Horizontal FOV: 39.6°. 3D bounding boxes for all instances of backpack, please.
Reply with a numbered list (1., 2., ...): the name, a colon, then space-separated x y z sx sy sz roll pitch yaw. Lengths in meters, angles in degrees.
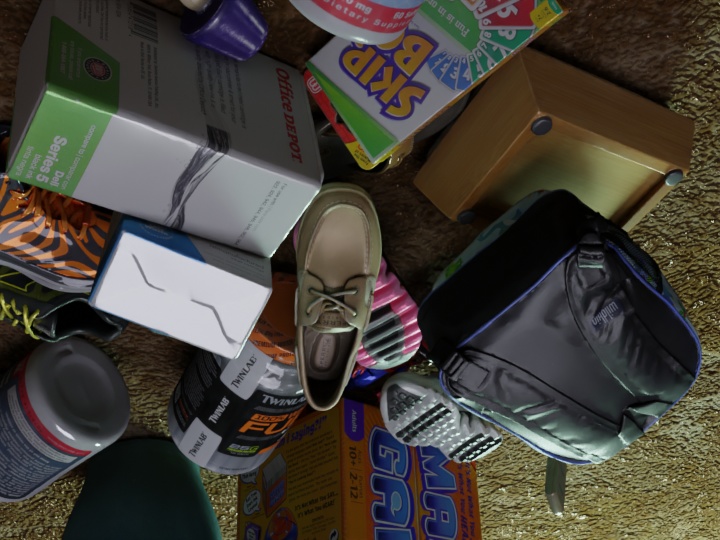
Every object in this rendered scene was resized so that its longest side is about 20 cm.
1. backpack: 0.167 0.045 0.816 0.199 0.147 0.183 36 111 -27

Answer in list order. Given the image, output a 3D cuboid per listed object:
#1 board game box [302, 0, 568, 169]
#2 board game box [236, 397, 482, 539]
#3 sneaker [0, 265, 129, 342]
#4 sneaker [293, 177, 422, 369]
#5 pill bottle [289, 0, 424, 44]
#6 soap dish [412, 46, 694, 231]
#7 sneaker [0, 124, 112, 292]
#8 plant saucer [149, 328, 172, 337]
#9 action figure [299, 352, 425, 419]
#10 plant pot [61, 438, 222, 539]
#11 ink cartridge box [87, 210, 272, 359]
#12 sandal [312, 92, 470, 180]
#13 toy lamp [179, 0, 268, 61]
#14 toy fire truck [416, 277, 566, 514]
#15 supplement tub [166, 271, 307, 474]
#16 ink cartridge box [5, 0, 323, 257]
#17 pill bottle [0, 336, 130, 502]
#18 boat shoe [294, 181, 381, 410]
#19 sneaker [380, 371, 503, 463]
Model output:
1. board game box: 0.045 -0.165 0.737 0.199 0.096 0.030 -37 176 30
2. board game box: -0.003 0.284 1.113 0.199 0.202 0.199 20 145 -35
3. sneaker: -0.293 0.017 0.876 0.198 0.085 0.075 1 138 -12
4. sneaker: 0.000 0.000 0.901 0.078 0.096 0.201 -20 125 6
5. pill bottle: 0.029 -0.249 0.617 0.108 0.109 0.200 15 134 -26
6. soap dish: 0.168 -0.089 0.849 0.198 0.082 0.158 15 133 -28
7. sneaker: -0.257 -0.050 0.812 0.198 0.078 0.112 9 137 -20
8. plant saucer: -0.140 0.028 0.846 0.069 0.200 0.019 16 100 -9
9. action figure: 0.011 0.105 1.068 0.199 0.052 0.066 -26 134 15
10. plant pot: -0.248 0.305 1.135 0.198 0.189 0.201 -6 139 -5
11. ink cartridge box: -0.135 -0.027 0.780 0.115 0.200 0.067 22 113 -17
12. sandal: 0.002 -0.109 0.813 0.198 0.055 0.082 -22 138 14
13. toy lamp: -0.143 -0.210 0.669 0.058 0.059 0.199 -35 132 27
14. toy fire truck: 0.144 0.113 0.956 0.129 0.200 0.176 -50 132 -2
15. supplement tub: -0.105 0.101 0.980 0.121 0.123 0.201 12 135 -23
16. ink cartridge box: -0.137 -0.109 0.713 0.199 0.146 0.084 18 129 -29
17. pill bottle: -0.339 0.162 1.006 0.199 0.120 0.119 -34 134 25
18. boat shoe: -0.019 0.025 0.819 0.070 0.065 0.202 2 124 -5
19. sneaker: 0.077 0.143 1.061 0.075 0.082 0.200 -32 144 17
